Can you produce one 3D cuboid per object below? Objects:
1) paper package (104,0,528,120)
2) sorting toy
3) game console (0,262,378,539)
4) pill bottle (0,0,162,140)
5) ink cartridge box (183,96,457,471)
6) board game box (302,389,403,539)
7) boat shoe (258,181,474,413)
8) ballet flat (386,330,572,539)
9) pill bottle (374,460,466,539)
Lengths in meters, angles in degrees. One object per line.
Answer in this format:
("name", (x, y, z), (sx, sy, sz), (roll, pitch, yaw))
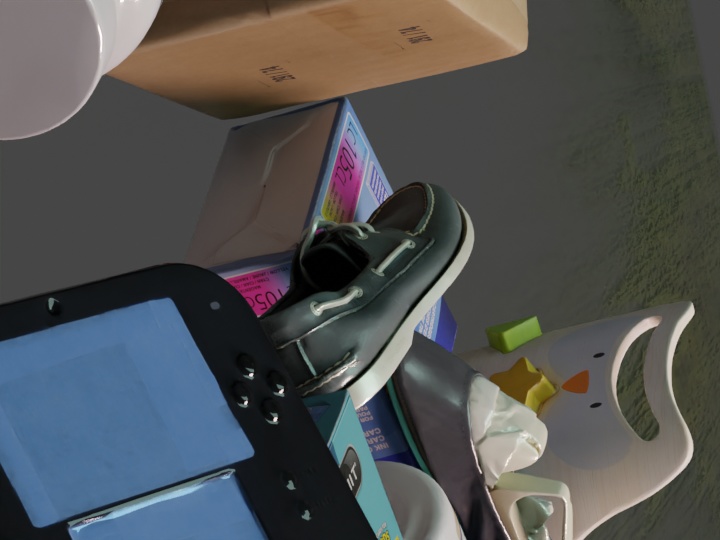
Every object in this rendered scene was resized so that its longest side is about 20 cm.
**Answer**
("paper package", (-0.029, -0.153, 1.249), (0.200, 0.190, 0.104), (17, 63, -70))
("sorting toy", (0.112, 0.087, 1.450), (0.107, 0.180, 0.200), (49, 33, -34))
("game console", (-0.085, 0.086, 0.967), (0.200, 0.031, 0.177), (-15, 67, -47))
("pill bottle", (-0.130, -0.146, 1.045), (0.200, 0.116, 0.116), (-75, 149, -55))
("ink cartridge box", (-0.012, 0.029, 1.361), (0.137, 0.076, 0.200), (-75, 148, -49))
("board game box", (-0.009, 0.178, 1.115), (0.151, 0.047, 0.200), (-67, 140, -61))
("boat shoe", (0.000, 0.000, 1.222), (0.062, 0.073, 0.200), (53, 32, -15))
("ballet flat", (0.073, 0.109, 1.341), (0.073, 0.073, 0.200), (-74, 148, -57))
("pill bottle", (0.022, 0.206, 1.328), (0.111, 0.111, 0.200), (-79, 153, -51))
